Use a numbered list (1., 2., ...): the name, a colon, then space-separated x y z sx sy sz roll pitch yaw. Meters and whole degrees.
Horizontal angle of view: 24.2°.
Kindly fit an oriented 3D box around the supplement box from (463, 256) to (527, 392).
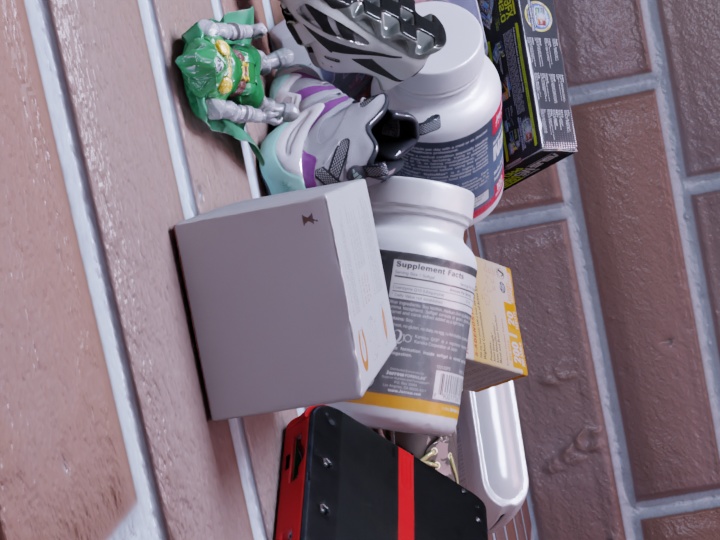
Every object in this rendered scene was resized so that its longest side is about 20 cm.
1. supplement box: 0.087 0.046 1.752 0.200 0.073 0.127 17 59 -51

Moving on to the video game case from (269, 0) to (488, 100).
1. video game case: 0.023 -0.208 1.535 0.023 0.200 0.182 45 -14 35

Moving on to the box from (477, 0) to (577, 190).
1. box: 0.135 -0.187 1.645 0.160 0.044 0.201 -29 -114 56

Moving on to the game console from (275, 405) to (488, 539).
1. game console: 0.020 0.193 1.183 0.177 0.031 0.200 34 28 -19

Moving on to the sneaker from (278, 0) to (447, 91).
1. sneaker: -0.034 -0.208 1.376 0.200 0.089 0.074 30 39 -19

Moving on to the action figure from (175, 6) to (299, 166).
1. action figure: -0.086 -0.133 1.153 0.200 0.054 0.119 -14 97 -78

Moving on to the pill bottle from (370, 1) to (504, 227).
1. pill bottle: 0.070 -0.140 1.525 0.200 0.119 0.120 82 3 -52

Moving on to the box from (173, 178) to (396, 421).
1. box: -0.043 0.013 1.092 0.200 0.097 0.125 -40 119 -81

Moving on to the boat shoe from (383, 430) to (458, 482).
1. boat shoe: 0.063 0.196 1.658 0.060 0.071 0.201 -91 172 -66

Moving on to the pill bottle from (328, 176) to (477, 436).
1. pill bottle: 0.034 0.030 1.371 0.116 0.116 0.201 40 57 -77

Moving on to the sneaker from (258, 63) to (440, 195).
1. sneaker: -0.003 -0.117 1.369 0.200 0.139 0.078 -88 164 -54

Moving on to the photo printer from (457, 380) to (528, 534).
1. photo printer: 0.138 0.212 1.996 0.166 0.069 0.201 129 -43 -63
